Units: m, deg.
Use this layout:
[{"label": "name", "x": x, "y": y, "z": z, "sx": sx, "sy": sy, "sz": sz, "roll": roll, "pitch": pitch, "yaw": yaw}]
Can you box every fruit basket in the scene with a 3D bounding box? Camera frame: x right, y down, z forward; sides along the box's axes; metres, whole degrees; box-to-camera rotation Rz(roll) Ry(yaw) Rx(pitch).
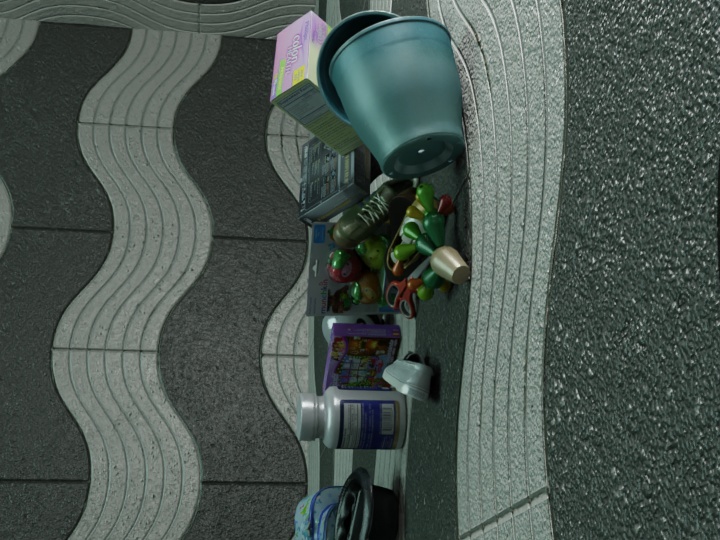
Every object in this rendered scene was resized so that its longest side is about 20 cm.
[{"label": "fruit basket", "x": 0.000, "y": 0.000, "z": 1.803, "sx": 0.094, "sy": 0.199, "sz": 0.186, "roll": -144, "pitch": 56, "yaw": -61}]

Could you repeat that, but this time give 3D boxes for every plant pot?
[{"label": "plant pot", "x": 0.072, "y": -0.252, "z": 1.467, "sx": 0.200, "sy": 0.199, "sz": 0.189, "roll": 111, "pitch": 145, "yaw": -65}, {"label": "plant pot", "x": 0.038, "y": -0.362, "z": 1.684, "sx": 0.188, "sy": 0.199, "sz": 0.201, "roll": -66, "pitch": -17, "yaw": -69}]

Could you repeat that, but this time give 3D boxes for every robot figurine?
[{"label": "robot figurine", "x": -0.009, "y": 0.080, "z": 2.022, "sx": 0.125, "sy": 0.150, "sz": 0.201, "roll": 117, "pitch": 172, "yaw": -50}]

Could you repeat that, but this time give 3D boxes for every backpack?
[{"label": "backpack", "x": -0.041, "y": 0.555, "z": 2.002, "sx": 0.147, "sy": 0.182, "sz": 0.201, "roll": -43, "pitch": 42, "yaw": 45}]

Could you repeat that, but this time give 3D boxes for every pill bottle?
[{"label": "pill bottle", "x": -0.019, "y": 0.283, "z": 1.835, "sx": 0.120, "sy": 0.199, "sz": 0.120, "roll": -177, "pitch": 90, "yaw": -82}]

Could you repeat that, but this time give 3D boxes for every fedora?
[{"label": "fedora", "x": 0.018, "y": 0.487, "z": 1.853, "sx": 0.200, "sy": 0.091, "sz": 0.202, "roll": -168, "pitch": 90, "yaw": -71}]

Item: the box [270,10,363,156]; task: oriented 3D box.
[{"label": "box", "x": -0.063, "y": -0.350, "z": 1.804, "sx": 0.096, "sy": 0.200, "sz": 0.177, "roll": -24, "pitch": 49, "yaw": 34}]

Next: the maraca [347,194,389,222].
[{"label": "maraca", "x": 0.031, "y": -0.063, "z": 1.940, "sx": 0.137, "sy": 0.106, "sz": 0.201, "roll": -154, "pitch": 46, "yaw": -70}]

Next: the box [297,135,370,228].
[{"label": "box", "x": -0.051, "y": -0.202, "z": 1.893, "sx": 0.158, "sy": 0.048, "sz": 0.201, "roll": -29, "pitch": 45, "yaw": 34}]

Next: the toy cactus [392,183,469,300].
[{"label": "toy cactus", "x": 0.118, "y": -0.028, "z": 1.449, "sx": 0.165, "sy": 0.102, "sz": 0.201, "roll": 47, "pitch": 134, "yaw": 52}]

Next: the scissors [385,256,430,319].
[{"label": "scissors", "x": 0.085, "y": 0.016, "z": 1.710, "sx": 0.073, "sy": 0.014, "sz": 0.200, "roll": 45, "pitch": 148, "yaw": 23}]

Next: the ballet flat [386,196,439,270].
[{"label": "ballet flat", "x": 0.089, "y": -0.054, "z": 1.607, "sx": 0.063, "sy": 0.069, "sz": 0.200, "roll": -45, "pitch": -12, "yaw": -27}]

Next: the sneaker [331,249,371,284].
[{"label": "sneaker", "x": -0.010, "y": 0.006, "z": 1.906, "sx": 0.084, "sy": 0.073, "sz": 0.200, "roll": 15, "pitch": 149, "yaw": 52}]

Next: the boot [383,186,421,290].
[{"label": "boot", "x": 0.089, "y": -0.056, "z": 1.737, "sx": 0.075, "sy": 0.073, "sz": 0.201, "roll": -49, "pitch": -33, "yaw": -53}]

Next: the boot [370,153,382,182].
[{"label": "boot", "x": 0.008, "y": -0.234, "z": 1.929, "sx": 0.174, "sy": 0.069, "sz": 0.201, "roll": -35, "pitch": 38, "yaw": 23}]

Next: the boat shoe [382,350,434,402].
[{"label": "boat shoe", "x": 0.085, "y": 0.174, "z": 1.636, "sx": 0.200, "sy": 0.072, "sz": 0.069, "roll": 169, "pitch": 125, "yaw": -88}]

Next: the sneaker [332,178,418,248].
[{"label": "sneaker", "x": 0.034, "y": -0.121, "z": 1.751, "sx": 0.067, "sy": 0.200, "sz": 0.090, "roll": 48, "pitch": 143, "yaw": 9}]

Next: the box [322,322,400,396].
[{"label": "box", "x": 0.000, "y": 0.190, "z": 1.951, "sx": 0.039, "sy": 0.136, "sz": 0.201, "roll": -96, "pitch": 12, "yaw": -47}]
